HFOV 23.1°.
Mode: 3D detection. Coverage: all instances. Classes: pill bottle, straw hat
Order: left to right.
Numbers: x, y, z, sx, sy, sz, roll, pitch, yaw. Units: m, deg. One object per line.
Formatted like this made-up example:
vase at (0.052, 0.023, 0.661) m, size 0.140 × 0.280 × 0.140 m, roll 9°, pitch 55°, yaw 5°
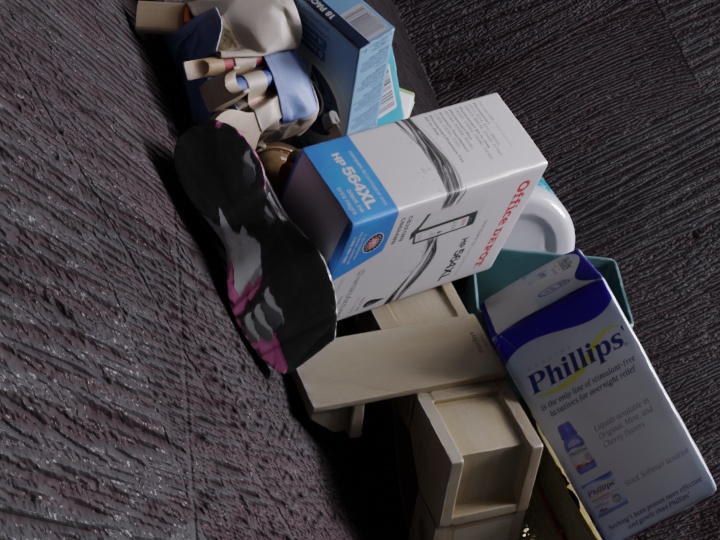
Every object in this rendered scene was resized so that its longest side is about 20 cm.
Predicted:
pill bottle at (0.142, -0.058, 1.783) m, size 0.111 × 0.111 × 0.200 m, roll 61°, pitch 3°, yaw -21°
straw hat at (0.148, 0.211, 1.513) m, size 0.201 × 0.085 × 0.201 m, roll 61°, pitch 3°, yaw -5°

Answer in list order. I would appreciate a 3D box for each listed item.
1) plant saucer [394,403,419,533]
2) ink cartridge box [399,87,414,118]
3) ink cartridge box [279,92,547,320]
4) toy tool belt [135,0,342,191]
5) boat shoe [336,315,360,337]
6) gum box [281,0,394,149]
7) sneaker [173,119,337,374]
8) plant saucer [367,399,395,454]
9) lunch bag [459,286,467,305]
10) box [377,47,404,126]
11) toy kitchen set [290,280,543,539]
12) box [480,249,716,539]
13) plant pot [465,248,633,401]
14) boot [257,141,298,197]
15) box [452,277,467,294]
plant saucer at (0.069, 0.169, 1.576) m, size 0.200 × 0.034 × 0.201 m, roll -7°, pitch 90°, yaw -78°
ink cartridge box at (-0.033, -0.131, 1.694) m, size 0.200 × 0.145 × 0.048 m, roll -74°, pitch -176°, yaw -53°
ink cartridge box at (0.033, -0.047, 1.412) m, size 0.084 × 0.200 × 0.146 m, roll 56°, pitch -35°, yaw 24°
toy tool belt at (-0.105, -0.137, 1.444) m, size 0.125 × 0.123 × 0.200 m, roll -34°, pitch -106°, yaw 60°
boat shoe at (0.000, 0.000, 1.523) m, size 0.073 × 0.065 × 0.200 m, roll -35°, pitch 124°, yaw -43°
gum box at (-0.052, -0.184, 1.536) m, size 0.170 × 0.045 × 0.200 m, roll 43°, pitch -30°, yaw 22°
sneaker at (-0.076, -0.022, 1.349) m, size 0.086 × 0.080 × 0.200 m, roll -130°, pitch -161°, yaw -85°
plant saucer at (0.032, 0.116, 1.710) m, size 0.200 × 0.029 × 0.200 m, roll 62°, pitch 10°, yaw -20°
lunch bag at (0.161, 0.066, 1.836) m, size 0.200 × 0.082 × 0.161 m, roll 22°, pitch -53°, yaw 54°
box at (-0.049, -0.191, 1.625) m, size 0.200 × 0.049 × 0.082 m, roll 29°, pitch -37°, yaw 40°
toy kitchen set at (0.023, 0.143, 1.446) m, size 0.200 × 0.163 × 0.181 m, roll -117°, pitch -154°, yaw -43°
box at (0.193, 0.101, 1.473) m, size 0.200 × 0.105 × 0.184 m, roll 61°, pitch 4°, yaw -6°
plant pot at (0.164, 0.102, 1.662) m, size 0.141 × 0.141 × 0.200 m, roll -89°, pitch -176°, yaw -65°
boot at (-0.047, -0.029, 1.553) m, size 0.076 × 0.074 × 0.200 m, roll -90°, pitch 157°, yaw -46°
box at (0.023, -0.061, 1.733) m, size 0.200 × 0.141 × 0.079 m, roll -101°, pitch -170°, yaw -54°
